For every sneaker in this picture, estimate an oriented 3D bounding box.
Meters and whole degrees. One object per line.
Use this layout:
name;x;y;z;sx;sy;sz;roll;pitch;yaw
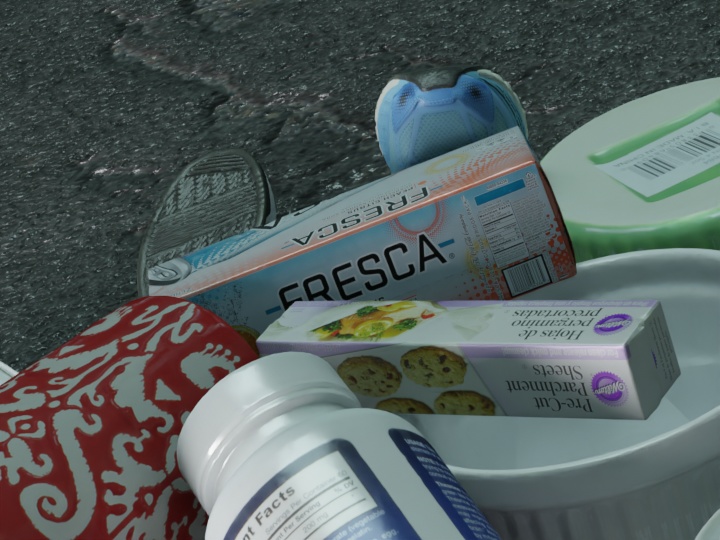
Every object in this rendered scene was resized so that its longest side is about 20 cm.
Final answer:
sneaker;0.054;-0.018;1.540;0.078;0.201;0.090;-8;40;2
sneaker;-0.057;0.045;1.556;0.083;0.121;0.201;-10;54;18

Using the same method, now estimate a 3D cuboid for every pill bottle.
pill bottle;0.003;0.130;1.254;0.111;0.111;0.200;-25;51;-16

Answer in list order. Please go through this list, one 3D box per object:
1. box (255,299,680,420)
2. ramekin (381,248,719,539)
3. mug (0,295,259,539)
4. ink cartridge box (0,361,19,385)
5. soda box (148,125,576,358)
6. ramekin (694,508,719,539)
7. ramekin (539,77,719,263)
box;0.045;0.039;1.337;0.199;0.042;0.039;0;31;35
ramekin;0.118;0.082;1.370;0.199;0.105;0.200;-16;24;7
mug;-0.150;0.096;1.349;0.177;0.134;0.200;18;37;28
ink cartridge box;-0.270;0.123;1.573;0.199;0.086;0.146;-26;19;-18
soda box;0.000;0.000;1.437;0.199;0.064;0.068;-21;17;2
ramekin;0.215;0.143;1.181;0.202;0.095;0.203;-15;24;7
ramekin;0.181;-0.022;1.556;0.199;0.098;0.200;-16;24;7
